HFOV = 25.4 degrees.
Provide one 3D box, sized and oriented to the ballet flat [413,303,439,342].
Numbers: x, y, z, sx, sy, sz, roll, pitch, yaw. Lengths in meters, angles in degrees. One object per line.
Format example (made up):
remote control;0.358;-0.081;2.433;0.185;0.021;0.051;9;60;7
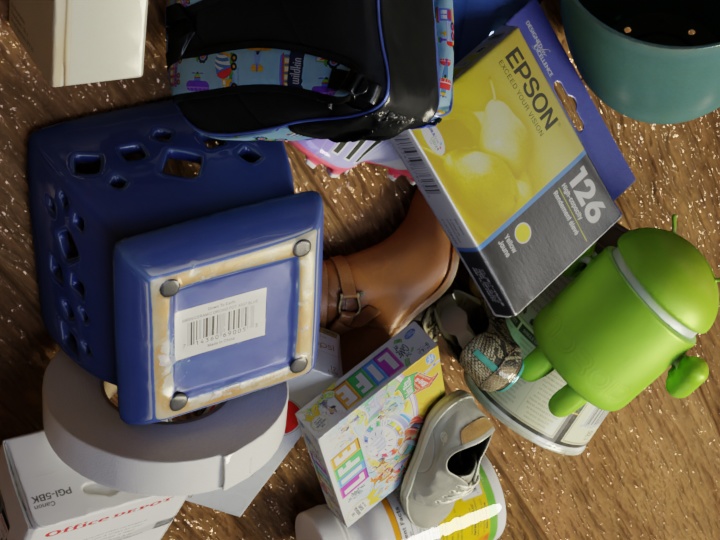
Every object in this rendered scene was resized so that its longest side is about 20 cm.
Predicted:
ballet flat;0.058;0.116;1.563;0.067;0.046;0.201;-29;131;-54

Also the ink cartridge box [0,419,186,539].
ink cartridge box;-0.240;0.200;1.366;0.146;0.083;0.200;-12;156;-27

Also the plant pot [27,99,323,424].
plant pot;-0.137;-0.005;1.264;0.199;0.180;0.201;-16;132;-25

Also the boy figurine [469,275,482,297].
boy figurine;0.132;-0.032;1.479;0.064;0.124;0.200;-43;155;-18

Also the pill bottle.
pill bottle;0.039;0.255;1.639;0.199;0.111;0.112;-17;131;-24

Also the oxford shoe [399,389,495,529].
oxford shoe;0.084;0.192;1.508;0.075;0.058;0.201;-30;150;-30

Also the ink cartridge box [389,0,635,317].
ink cartridge box;0.141;-0.098;1.355;0.200;0.047;0.198;-41;111;-22

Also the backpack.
backpack;-0.044;-0.179;1.193;0.134;0.199;0.184;5;79;-57

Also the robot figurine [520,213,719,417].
robot figurine;0.236;0.045;1.436;0.200;0.176;0.116;-45;166;18

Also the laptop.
laptop;0.095;-0.214;1.315;0.103;0.200;0.178;30;107;-4

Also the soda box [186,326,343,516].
soda box;-0.093;0.131;1.440;0.068;0.064;0.200;21;126;-22

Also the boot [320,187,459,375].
boot;0.000;0.000;1.453;0.154;0.077;0.201;8;111;-21

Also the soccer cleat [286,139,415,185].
soccer cleat;0.007;-0.120;1.342;0.199;0.067;0.077;6;124;-52

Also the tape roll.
tape roll;-0.158;0.106;1.301;0.202;0.203;0.037;-12;126;-27

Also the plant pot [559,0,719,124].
plant pot;0.263;-0.220;1.370;0.200;0.201;0.161;-29;152;-12

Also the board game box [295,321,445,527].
board game box;0.017;0.143;1.448;0.134;0.034;0.200;-37;152;-14

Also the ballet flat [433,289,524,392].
ballet flat;0.103;0.055;1.495;0.075;0.200;0.068;40;97;-11

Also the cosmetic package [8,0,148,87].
cosmetic package;-0.192;-0.240;1.098;0.073;0.104;0.201;-11;128;-27

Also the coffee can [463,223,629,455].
coffee can;0.213;0.059;1.582;0.146;0.146;0.201;16;113;-41
